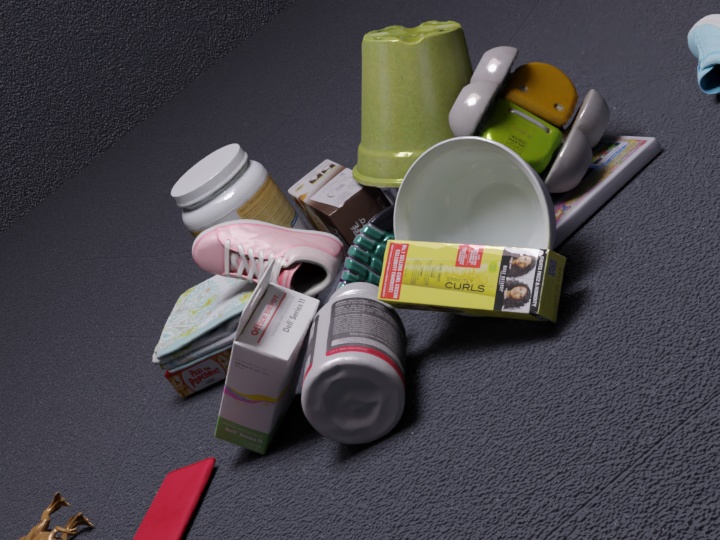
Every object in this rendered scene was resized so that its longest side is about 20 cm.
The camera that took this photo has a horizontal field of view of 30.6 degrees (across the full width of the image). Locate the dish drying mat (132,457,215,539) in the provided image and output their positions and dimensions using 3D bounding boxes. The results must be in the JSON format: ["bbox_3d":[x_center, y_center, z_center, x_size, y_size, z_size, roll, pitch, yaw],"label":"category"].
[{"bbox_3d":[-0.224,0.293,1.506,0.077,0.018,0.200,-24,23,27],"label":"dish drying mat"}]

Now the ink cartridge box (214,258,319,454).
[{"bbox_3d":[-0.104,0.098,1.506,0.117,0.067,0.200,-64,-8,-49],"label":"ink cartridge box"}]

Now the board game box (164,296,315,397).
[{"bbox_3d":[-0.160,0.081,1.811,0.200,0.046,0.152,-26,24,23],"label":"board game box"}]

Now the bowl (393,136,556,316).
[{"bbox_3d":[0.144,-0.053,1.490,0.201,0.201,0.090,-20,-3,36],"label":"bowl"}]

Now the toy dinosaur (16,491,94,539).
[{"bbox_3d":[-0.394,0.331,1.624,0.106,0.060,0.200,-49,25,-27],"label":"toy dinosaur"}]

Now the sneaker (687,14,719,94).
[{"bbox_3d":[0.430,-0.254,1.585,0.082,0.074,0.200,-33,20,-1],"label":"sneaker"}]

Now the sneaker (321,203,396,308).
[{"bbox_3d":[0.000,0.000,1.664,0.200,0.074,0.088,-56,16,-8],"label":"sneaker"}]

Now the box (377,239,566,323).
[{"bbox_3d":[0.118,0.010,1.422,0.200,0.050,0.075,5,80,34],"label":"box"}]

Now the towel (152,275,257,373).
[{"bbox_3d":[-0.181,0.048,1.782,0.200,0.048,0.171,-24,25,25],"label":"towel"}]

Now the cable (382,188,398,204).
[{"bbox_3d":[0.088,-0.130,1.871,0.163,0.051,0.200,-19,28,37],"label":"cable"}]

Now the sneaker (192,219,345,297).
[{"bbox_3d":[-0.122,-0.011,1.685,0.200,0.075,0.105,3,26,2],"label":"sneaker"}]

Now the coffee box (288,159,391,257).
[{"bbox_3d":[-0.015,-0.075,1.826,0.080,0.114,0.200,-38,21,-8],"label":"coffee box"}]

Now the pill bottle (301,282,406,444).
[{"bbox_3d":[-0.004,0.094,1.462,0.111,0.111,0.200,-29,22,16],"label":"pill bottle"}]

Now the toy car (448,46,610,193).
[{"bbox_3d":[0.194,-0.163,1.610,0.200,0.175,0.150,-59,-2,-45],"label":"toy car"}]

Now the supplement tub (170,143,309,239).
[{"bbox_3d":[-0.169,-0.069,1.926,0.145,0.200,0.145,-30,22,13],"label":"supplement tub"}]

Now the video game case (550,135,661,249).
[{"bbox_3d":[0.243,-0.098,1.611,0.200,0.024,0.182,-41,22,-15],"label":"video game case"}]

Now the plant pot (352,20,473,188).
[{"bbox_3d":[0.077,-0.223,1.712,0.200,0.185,0.200,-6,18,2],"label":"plant pot"}]
